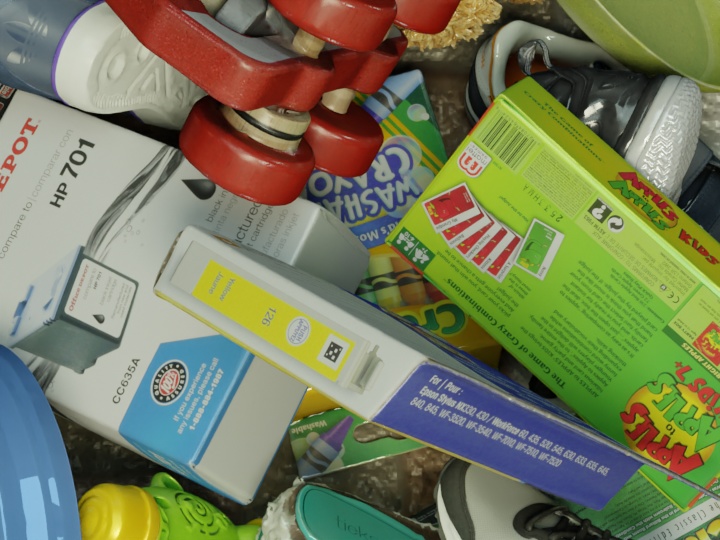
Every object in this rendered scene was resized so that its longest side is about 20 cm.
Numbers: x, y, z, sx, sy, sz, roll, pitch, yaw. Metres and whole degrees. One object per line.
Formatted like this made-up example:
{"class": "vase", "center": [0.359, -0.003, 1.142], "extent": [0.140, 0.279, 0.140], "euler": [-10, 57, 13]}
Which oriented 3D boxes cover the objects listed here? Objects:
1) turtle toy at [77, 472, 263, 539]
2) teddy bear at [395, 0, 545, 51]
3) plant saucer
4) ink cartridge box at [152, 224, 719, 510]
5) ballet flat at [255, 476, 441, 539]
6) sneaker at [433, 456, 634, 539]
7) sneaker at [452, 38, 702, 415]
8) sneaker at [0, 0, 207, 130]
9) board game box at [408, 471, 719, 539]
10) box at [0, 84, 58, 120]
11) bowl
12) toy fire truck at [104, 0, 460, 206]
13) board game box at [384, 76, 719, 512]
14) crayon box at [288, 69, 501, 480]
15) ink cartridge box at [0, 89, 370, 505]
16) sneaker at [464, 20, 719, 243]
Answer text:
{"class": "turtle toy", "center": [-0.104, 0.198, 0.950], "extent": [0.101, 0.146, 0.201], "euler": [-17, 63, 37]}
{"class": "teddy bear", "center": [0.028, -0.170, 1.097], "extent": [0.199, 0.067, 0.145], "euler": [-14, 47, -4]}
{"class": "plant saucer", "center": [0.146, -0.175, 1.077], "extent": [0.031, 0.200, 0.201], "euler": [-38, 67, 33]}
{"class": "ink cartridge box", "center": [0.036, 0.057, 0.875], "extent": [0.200, 0.197, 0.047], "euler": [31, 93, 40]}
{"class": "ballet flat", "center": [0.034, 0.163, 0.962], "extent": [0.199, 0.072, 0.072], "euler": [26, 70, -15]}
{"class": "sneaker", "center": [0.119, 0.150, 0.920], "extent": [0.200, 0.080, 0.074], "euler": [41, 33, 24]}
{"class": "sneaker", "center": [0.100, -0.023, 1.017], "extent": [0.113, 0.075, 0.201], "euler": [22, 114, 13]}
{"class": "sneaker", "center": [-0.160, -0.137, 1.048], "extent": [0.146, 0.200, 0.081], "euler": [25, 103, 17]}
{"class": "board game box", "center": [0.101, 0.148, 1.017], "extent": [0.199, 0.023, 0.105], "euler": [-27, 71, -9]}
{"class": "box", "center": [-0.255, -0.157, 1.121], "extent": [0.198, 0.050, 0.200], "euler": [27, 72, 8]}
{"class": "bowl", "center": [-0.194, 0.135, 0.936], "extent": [0.039, 0.201, 0.201], "euler": [-2, 66, -34]}
{"class": "toy fire truck", "center": [-0.059, -0.129, 0.955], "extent": [0.168, 0.200, 0.112], "euler": [35, 113, 14]}
{"class": "board game box", "center": [0.121, 0.011, 0.947], "extent": [0.200, 0.048, 0.102], "euler": [42, 119, 7]}
{"class": "crayon box", "center": [0.000, 0.000, 1.058], "extent": [0.125, 0.052, 0.201], "euler": [-15, 71, -5]}
{"class": "ink cartridge box", "center": [-0.119, 0.011, 1.003], "extent": [0.199, 0.086, 0.147], "euler": [22, 79, 24]}
{"class": "sneaker", "center": [0.142, -0.063, 1.067], "extent": [0.200, 0.079, 0.079], "euler": [35, 72, 11]}
